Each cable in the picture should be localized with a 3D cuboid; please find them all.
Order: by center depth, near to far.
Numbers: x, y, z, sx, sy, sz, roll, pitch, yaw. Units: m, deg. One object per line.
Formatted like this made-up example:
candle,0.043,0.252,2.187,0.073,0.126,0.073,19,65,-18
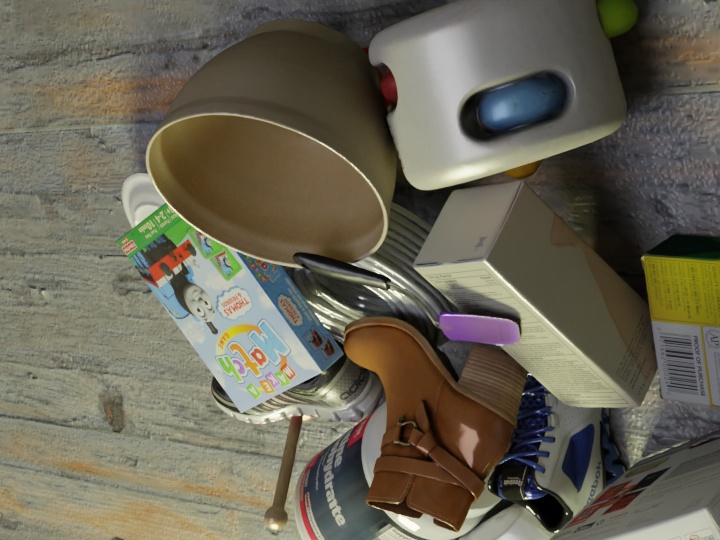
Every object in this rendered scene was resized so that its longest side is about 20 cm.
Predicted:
cable,0.000,0.000,1.424,0.198,0.070,0.200,10,152,34

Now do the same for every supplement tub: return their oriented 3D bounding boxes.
supplement tub,0.039,0.199,1.495,0.141,0.140,0.200,56,137,7

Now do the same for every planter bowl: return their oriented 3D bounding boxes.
planter bowl,-0.056,-0.114,1.280,0.198,0.136,0.201,14,150,8

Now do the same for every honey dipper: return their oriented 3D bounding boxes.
honey dipper,-0.069,0.172,1.555,0.038,0.201,0.038,5,129,6

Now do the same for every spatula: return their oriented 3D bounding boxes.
spatula,0.034,0.022,1.273,0.198,0.021,0.057,23,161,20

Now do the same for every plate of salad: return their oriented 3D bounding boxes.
plate of salad,-0.166,-0.027,1.644,0.199,0.048,0.201,34,152,20

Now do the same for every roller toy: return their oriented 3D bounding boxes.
roller toy,0.105,-0.138,1.223,0.199,0.182,0.141,-12,97,45

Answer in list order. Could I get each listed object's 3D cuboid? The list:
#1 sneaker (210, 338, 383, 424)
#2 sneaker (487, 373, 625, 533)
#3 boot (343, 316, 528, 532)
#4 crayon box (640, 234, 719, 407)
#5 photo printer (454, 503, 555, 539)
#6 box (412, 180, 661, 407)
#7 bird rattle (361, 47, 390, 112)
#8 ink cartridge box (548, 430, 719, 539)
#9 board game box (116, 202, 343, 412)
sneaker,-0.074,0.097,1.548,0.198,0.074,0.088,-1,135,38
sneaker,0.159,0.139,1.365,0.080,0.115,0.201,-7,105,44
boot,0.040,0.131,1.365,0.199,0.156,0.077,15,165,33
crayon box,0.316,0.045,1.211,0.199,0.051,0.128,7,115,43
photo printer,0.152,0.303,1.472,0.166,0.069,0.200,46,137,-3
box,0.147,0.022,1.269,0.200,0.078,0.095,42,154,-28
bird rattle,-0.020,-0.138,1.419,0.198,0.112,0.165,21,117,23
ink cartridge box,0.261,0.199,1.255,0.199,0.175,0.084,-30,92,48
board game box,-0.120,0.023,1.443,0.201,0.037,0.151,54,142,-5
